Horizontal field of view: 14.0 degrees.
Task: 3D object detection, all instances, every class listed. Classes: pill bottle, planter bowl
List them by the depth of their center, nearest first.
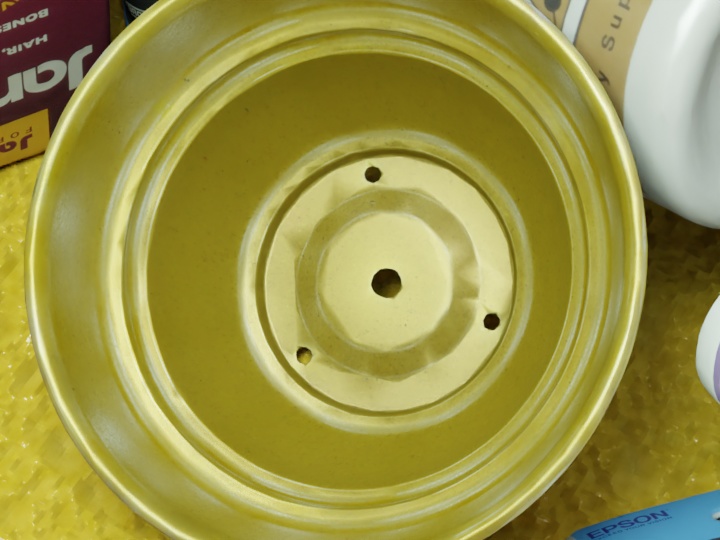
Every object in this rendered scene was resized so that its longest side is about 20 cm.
[{"bbox_3d":[0.000,0.000,0.941,0.200,0.083,0.201,-2,83,15],"label":"planter bowl"},{"bbox_3d":[0.071,-0.102,0.981,0.114,0.114,0.200,-39,46,-22],"label":"pill bottle"}]

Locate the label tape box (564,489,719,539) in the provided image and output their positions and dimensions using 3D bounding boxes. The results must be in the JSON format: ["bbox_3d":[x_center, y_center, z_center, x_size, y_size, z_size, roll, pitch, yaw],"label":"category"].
[{"bbox_3d":[0.162,0.125,0.889,0.143,0.066,0.200,-13,20,-12],"label":"label tape box"}]

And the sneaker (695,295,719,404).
[{"bbox_3d":[0.211,0.040,0.903,0.200,0.073,0.114,4,21,-17],"label":"sneaker"}]

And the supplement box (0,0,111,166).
[{"bbox_3d":[-0.146,-0.113,0.952,0.110,0.200,0.086,-21,64,-14],"label":"supplement box"}]

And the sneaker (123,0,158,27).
[{"bbox_3d":[-0.067,-0.167,1.057,0.071,0.083,0.200,-7,59,-7],"label":"sneaker"}]
